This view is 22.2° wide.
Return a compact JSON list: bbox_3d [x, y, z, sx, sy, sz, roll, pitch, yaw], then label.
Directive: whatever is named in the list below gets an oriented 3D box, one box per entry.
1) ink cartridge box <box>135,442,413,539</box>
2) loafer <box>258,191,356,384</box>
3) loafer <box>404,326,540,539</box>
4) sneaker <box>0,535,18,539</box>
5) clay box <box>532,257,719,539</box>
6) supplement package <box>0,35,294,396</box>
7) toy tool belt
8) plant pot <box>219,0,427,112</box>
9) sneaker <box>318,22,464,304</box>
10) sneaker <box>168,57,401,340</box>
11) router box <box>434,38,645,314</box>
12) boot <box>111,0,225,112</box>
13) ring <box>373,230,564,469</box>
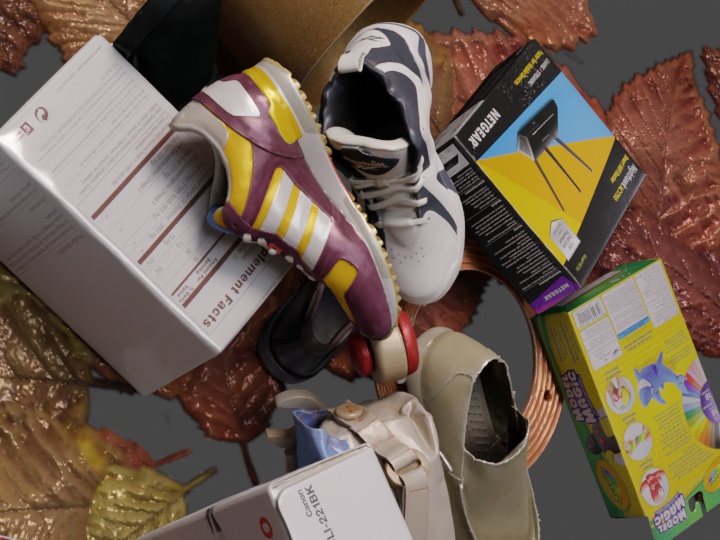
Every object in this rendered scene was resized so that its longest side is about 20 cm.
[{"bbox_3d":[-0.044,0.206,1.159,0.084,0.200,0.144,-22,86,-35],"label":"ink cartridge box"},{"bbox_3d":[0.000,0.000,1.341,0.072,0.063,0.200,42,57,-12],"label":"loafer"},{"bbox_3d":[0.088,0.137,1.311,0.076,0.068,0.200,-33,114,-32],"label":"loafer"},{"bbox_3d":[-0.257,0.179,1.090,0.200,0.112,0.071,8,70,-29],"label":"sneaker"},{"bbox_3d":[0.220,0.104,1.437,0.115,0.048,0.200,-27,100,-36],"label":"clay box"},{"bbox_3d":[-0.158,-0.033,1.222,0.200,0.117,0.117,45,54,-11],"label":"supplement package"},{"bbox_3d":[-0.010,0.135,1.248,0.123,0.125,0.200,-13,103,-12],"label":"toy tool belt"},{"bbox_3d":[-0.061,-0.240,1.334,0.200,0.186,0.186,43,56,4],"label":"plant pot"},{"bbox_3d":[0.015,-0.064,1.243,0.130,0.079,0.199,-35,125,-67],"label":"sneaker"},{"bbox_3d":[-0.049,-0.032,1.185,0.090,0.075,0.200,-30,99,-12],"label":"sneaker"},{"bbox_3d":[0.136,-0.077,1.423,0.149,0.051,0.200,49,36,-8],"label":"router box"},{"bbox_3d":[-0.096,-0.113,1.247,0.162,0.198,0.073,40,60,-6],"label":"boot"},{"bbox_3d":[0.081,0.065,1.374,0.200,0.019,0.201,5,82,-39],"label":"ring"}]
